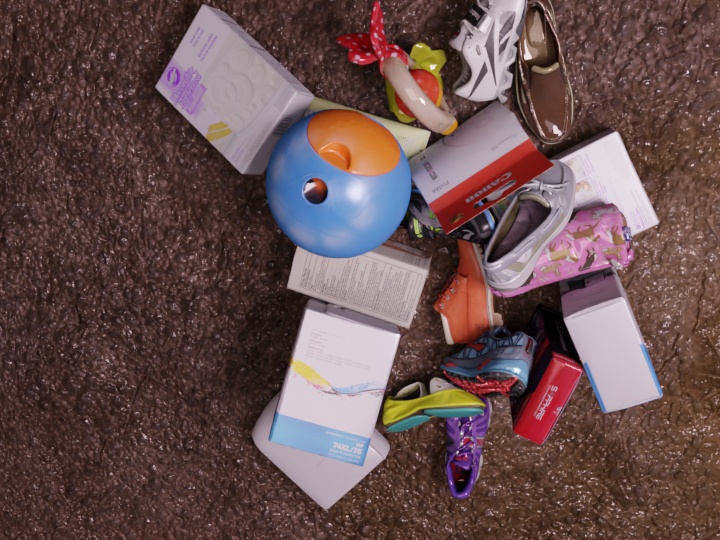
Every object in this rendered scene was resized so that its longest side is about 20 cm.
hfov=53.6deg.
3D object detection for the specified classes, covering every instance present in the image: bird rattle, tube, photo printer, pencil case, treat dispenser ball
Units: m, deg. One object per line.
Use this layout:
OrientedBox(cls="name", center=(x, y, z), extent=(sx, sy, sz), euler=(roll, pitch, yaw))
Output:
OrientedBox(cls="bird rattle", center=(0.068, -0.259, 0.945), extent=(0.112, 0.200, 0.164), euler=(-36, 69, 13))
OrientedBox(cls="tube", center=(0.002, -0.206, 1.053), extent=(0.198, 0.058, 0.052), euler=(19, 94, 4))
OrientedBox(cls="photo printer", center=(-0.074, 0.284, 1.206), extent=(0.200, 0.069, 0.166), euler=(44, 109, -4))
OrientedBox(cls="pencil case", center=(0.268, -0.025, 0.978), extent=(0.198, 0.087, 0.083), euler=(-16, 119, 17))
OrientedBox(cls="treat dispenser ball", center=(-0.030, -0.117, 0.973), extent=(0.198, 0.201, 0.203), euler=(3, 108, 10))

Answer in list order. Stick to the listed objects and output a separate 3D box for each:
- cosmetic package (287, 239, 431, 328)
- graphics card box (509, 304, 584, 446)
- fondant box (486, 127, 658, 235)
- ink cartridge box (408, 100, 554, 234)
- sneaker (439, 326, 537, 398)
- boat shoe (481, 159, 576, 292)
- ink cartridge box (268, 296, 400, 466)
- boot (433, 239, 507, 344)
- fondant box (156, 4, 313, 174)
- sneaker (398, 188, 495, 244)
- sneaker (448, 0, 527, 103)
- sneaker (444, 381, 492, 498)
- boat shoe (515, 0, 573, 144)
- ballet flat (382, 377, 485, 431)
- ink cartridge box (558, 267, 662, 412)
OrientedBox(cls="cosmetic package", center=(0.000, 0.000, 1.095), extent=(0.198, 0.087, 0.104), euler=(19, 111, 3))
OrientedBox(cls="graphics card box", center=(0.261, 0.144, 1.030), extent=(0.050, 0.200, 0.126), euler=(22, 111, 2))
OrientedBox(cls="fondant box", center=(0.301, -0.093, 1.025), extent=(0.199, 0.058, 0.145), euler=(-26, 100, 16))
OrientedBox(cls="ink cartridge box", center=(0.150, -0.144, 0.953), extent=(0.162, 0.200, 0.057), euler=(-33, 110, 9))
OrientedBox(cls="sneaker", center=(0.194, 0.133, 1.052), extent=(0.079, 0.200, 0.096), euler=(36, 70, -17))
OrientedBox(cls="boat shoe", center=(0.221, -0.069, 0.936), extent=(0.074, 0.065, 0.203), euler=(24, 72, 36))
OrientedBox(cls="ink cartridge box", center=(-0.038, 0.159, 1.073), extent=(0.144, 0.147, 0.202), euler=(16, 95, -2))
OrientedBox(cls="boot", center=(0.156, 0.023, 1.083), extent=(0.106, 0.075, 0.202), euler=(-7, 106, 18))
OrientedBox(cls="fondant box", center=(-0.184, -0.259, 1.032), extent=(0.200, 0.058, 0.145), euler=(45, 112, 14))
OrientedBox(cls="sneaker", center=(0.110, -0.066, 1.011), extent=(0.199, 0.083, 0.071), euler=(18, 137, 46))
OrientedBox(cls="sneaker", center=(0.164, -0.321, 0.941), extent=(0.087, 0.074, 0.202), euler=(-1, 118, -10))
OrientedBox(cls="sneaker", center=(0.172, 0.274, 1.148), extent=(0.080, 0.083, 0.202), euler=(0, 104, 10))
OrientedBox(cls="boat shoe", center=(0.245, -0.270, 0.971), extent=(0.074, 0.075, 0.204), euler=(-14, 104, 14))
OrientedBox(cls="ballet flat", center=(0.109, 0.206, 1.124), extent=(0.199, 0.066, 0.068), euler=(-25, 57, 42))
OrientedBox(cls="ink cartridge box", center=(0.342, 0.080, 0.994), extent=(0.085, 0.200, 0.148), euler=(-22, 101, 17))
